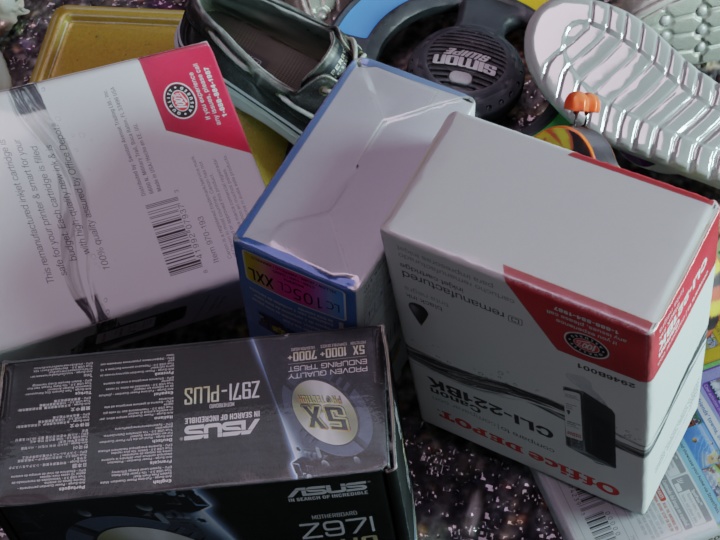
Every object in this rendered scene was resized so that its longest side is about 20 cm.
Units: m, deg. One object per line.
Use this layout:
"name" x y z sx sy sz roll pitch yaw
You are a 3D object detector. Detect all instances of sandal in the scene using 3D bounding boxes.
"sandal" 0.190 -0.100 0.990 0.202 0.050 0.083 33 78 4

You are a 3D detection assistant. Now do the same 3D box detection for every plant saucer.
"plant saucer" -0.148 -0.100 1.019 0.199 0.048 0.201 5 64 17

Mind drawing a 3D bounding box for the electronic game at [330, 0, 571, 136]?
"electronic game" 0.070 -0.132 1.033 0.199 0.042 0.201 0 57 0

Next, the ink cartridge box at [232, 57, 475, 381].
"ink cartridge box" 0.000 0.000 0.863 0.076 0.200 0.137 24 62 17

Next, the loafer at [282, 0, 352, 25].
"loafer" -0.049 -0.230 1.118 0.070 0.070 0.201 12 55 -39

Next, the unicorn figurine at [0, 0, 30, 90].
"unicorn figurine" -0.270 -0.172 1.058 0.074 0.137 0.201 -14 57 12

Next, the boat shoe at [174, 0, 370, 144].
"boat shoe" -0.025 -0.115 0.955 0.199 0.071 0.072 23 65 1

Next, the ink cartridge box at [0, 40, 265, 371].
"ink cartridge box" -0.161 -0.030 0.885 0.199 0.083 0.146 -17 78 -20

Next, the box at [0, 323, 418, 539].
"box" -0.074 0.115 0.813 0.199 0.164 0.086 -5 54 3

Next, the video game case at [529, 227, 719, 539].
"video game case" 0.175 0.067 0.901 0.182 0.022 0.200 -19 54 -6

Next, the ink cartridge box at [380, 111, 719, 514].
"ink cartridge box" 0.101 0.028 0.804 0.144 0.200 0.084 22 64 22

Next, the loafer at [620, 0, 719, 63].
"loafer" 0.259 -0.195 1.042 0.199 0.070 0.070 -18 45 -13

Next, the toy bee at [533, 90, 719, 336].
"toy bee" 0.128 -0.043 0.894 0.199 0.109 0.131 24 17 5
